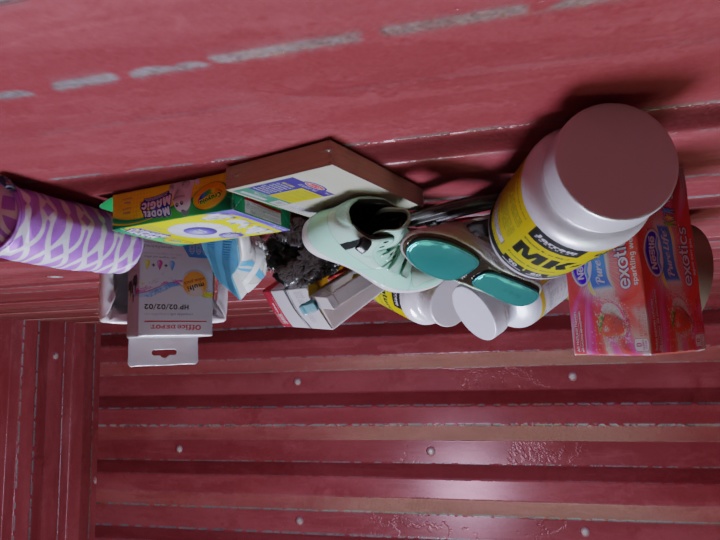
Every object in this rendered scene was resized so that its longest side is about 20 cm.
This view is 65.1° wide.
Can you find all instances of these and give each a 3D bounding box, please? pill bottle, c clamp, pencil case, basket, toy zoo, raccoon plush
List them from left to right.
[{"bbox_3d":[-0.351,-0.045,0.664,0.085,0.084,0.200,33,-177,22],"label":"pencil case"},{"bbox_3d":[-0.338,0.024,0.957,0.199,0.137,0.123,3,173,-31],"label":"basket"},{"bbox_3d":[-0.047,-0.019,0.812,0.198,0.098,0.134,8,180,11],"label":"raccoon plush"},{"bbox_3d":[0.000,0.000,0.787,0.199,0.021,0.131,-33,-167,-10],"label":"toy zoo"},{"bbox_3d":[0.096,0.027,0.959,0.110,0.112,0.200,3,-170,-29],"label":"pill bottle"},{"bbox_3d":[0.116,-0.076,0.716,0.170,0.027,0.199,-8,180,-32],"label":"c clamp"},{"bbox_3d":[0.223,0.006,0.758,0.199,0.113,0.112,-31,-177,-21],"label":"pill bottle"},{"bbox_3d":[0.193,-0.063,0.520,0.113,0.115,0.200,-2,169,0],"label":"pill bottle"}]

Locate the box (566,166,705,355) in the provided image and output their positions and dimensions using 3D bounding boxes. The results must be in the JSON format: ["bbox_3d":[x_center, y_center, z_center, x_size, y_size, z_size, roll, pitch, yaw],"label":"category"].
[{"bbox_3d":[0.295,-0.009,0.626,0.094,0.202,0.102,0,173,-28],"label":"box"}]

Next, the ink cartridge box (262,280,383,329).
[{"bbox_3d":[-0.058,0.027,0.959,0.146,0.083,0.200,-35,-166,-26],"label":"ink cartridge box"}]

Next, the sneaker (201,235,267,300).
[{"bbox_3d":[-0.178,-0.032,0.834,0.076,0.081,0.200,40,157,10],"label":"sneaker"}]

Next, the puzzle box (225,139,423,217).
[{"bbox_3d":[-0.030,-0.089,0.616,0.132,0.026,0.200,-6,171,30],"label":"puzzle box"}]

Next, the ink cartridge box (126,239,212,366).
[{"bbox_3d":[-0.291,0.044,0.866,0.114,0.202,0.068,3,171,-36],"label":"ink cartridge box"}]

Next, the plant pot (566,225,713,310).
[{"bbox_3d":[0.395,0.000,0.884,0.198,0.189,0.187,11,171,-4],"label":"plant pot"}]

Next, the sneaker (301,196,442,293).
[{"bbox_3d":[0.044,-0.025,0.649,0.199,0.074,0.118,16,163,-27],"label":"sneaker"}]

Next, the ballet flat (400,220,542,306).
[{"bbox_3d":[0.124,-0.017,0.637,0.199,0.070,0.069,21,162,-28],"label":"ballet flat"}]

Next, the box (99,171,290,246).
[{"bbox_3d":[-0.196,-0.066,0.666,0.198,0.049,0.117,-4,171,25],"label":"box"}]

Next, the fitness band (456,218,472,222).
[{"bbox_3d":[0.182,-0.047,0.922,0.142,0.038,0.200,0,171,-11],"label":"fitness band"}]

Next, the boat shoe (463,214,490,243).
[{"bbox_3d":[0.152,-0.038,0.729,0.066,0.058,0.200,-8,180,-26],"label":"boat shoe"}]
